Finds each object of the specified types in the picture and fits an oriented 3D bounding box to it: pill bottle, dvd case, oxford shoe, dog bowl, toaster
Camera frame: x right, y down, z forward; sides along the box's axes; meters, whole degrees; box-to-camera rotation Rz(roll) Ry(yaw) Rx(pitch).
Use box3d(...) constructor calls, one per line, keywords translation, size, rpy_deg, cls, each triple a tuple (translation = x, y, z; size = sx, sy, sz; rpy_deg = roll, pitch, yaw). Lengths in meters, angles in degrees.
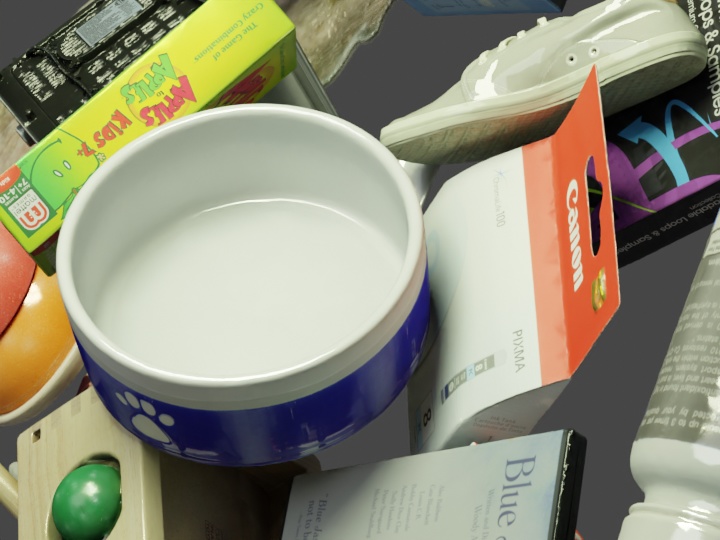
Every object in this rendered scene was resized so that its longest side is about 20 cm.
box3d(translation=(0.196, 0.067, 1.107), size=(0.114, 0.114, 0.200), rpy_deg=(7, 70, 48), cls="pill bottle")
box3d(translation=(0.027, 0.162, 1.197), size=(0.200, 0.018, 0.143), rpy_deg=(-14, 55, 41), cls="dvd case")
box3d(translation=(0.099, -0.108, 1.297), size=(0.200, 0.075, 0.058), rpy_deg=(-21, 72, 28), cls="oxford shoe")
box3d(translation=(-0.062, 0.006, 1.271), size=(0.200, 0.079, 0.200), rpy_deg=(-3, 50, 4), cls="dog bowl")
box3d(translation=(-0.122, -0.115, 1.519), size=(0.200, 0.119, 0.181), rpy_deg=(-39, 38, -6), cls="toaster")

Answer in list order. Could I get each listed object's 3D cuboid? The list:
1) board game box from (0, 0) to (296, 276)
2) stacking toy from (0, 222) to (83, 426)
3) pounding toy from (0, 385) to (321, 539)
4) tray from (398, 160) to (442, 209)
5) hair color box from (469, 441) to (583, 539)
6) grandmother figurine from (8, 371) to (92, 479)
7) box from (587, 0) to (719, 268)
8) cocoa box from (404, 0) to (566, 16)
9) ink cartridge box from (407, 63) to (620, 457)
box3d(translation=(-0.127, -0.084, 1.366), size=(0.200, 0.048, 0.102), rpy_deg=(-41, -6, -6), cls="board game box")
box3d(translation=(-0.280, 0.002, 1.566), size=(0.146, 0.200, 0.146), rpy_deg=(-38, 33, 30), cls="stacking toy")
box3d(translation=(-0.134, 0.153, 1.323), size=(0.142, 0.200, 0.184), rpy_deg=(-33, 45, 28), cls="pounding toy")
box3d(translation=(0.000, 0.000, 1.388), size=(0.200, 0.022, 0.107), rpy_deg=(-67, 9, -11), cls="tray")
box3d(translation=(0.082, 0.194, 1.180), size=(0.111, 0.064, 0.200), rpy_deg=(-49, 41, 12), cls="hair color box")
box3d(translation=(-0.161, 0.089, 1.512), size=(0.200, 0.061, 0.121), rpy_deg=(-52, 12, 11), cls="grandmother figurine")
box3d(translation=(0.170, -0.085, 1.297), size=(0.200, 0.036, 0.143), rpy_deg=(-27, 48, 31), cls="box")
box3d(translation=(0.040, -0.257, 1.415), size=(0.133, 0.200, 0.131), rpy_deg=(6, 70, 49), cls="cocoa box")
box3d(translation=(0.077, 0.005, 1.254), size=(0.200, 0.047, 0.160), rpy_deg=(120, 155, -51), cls="ink cartridge box")
